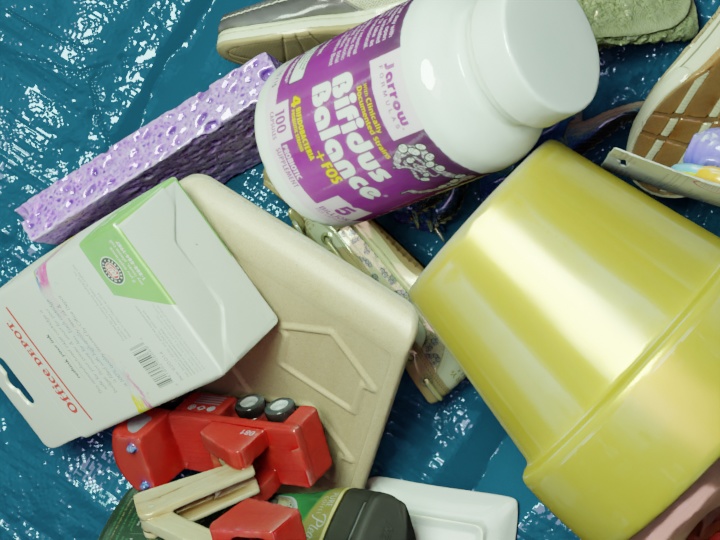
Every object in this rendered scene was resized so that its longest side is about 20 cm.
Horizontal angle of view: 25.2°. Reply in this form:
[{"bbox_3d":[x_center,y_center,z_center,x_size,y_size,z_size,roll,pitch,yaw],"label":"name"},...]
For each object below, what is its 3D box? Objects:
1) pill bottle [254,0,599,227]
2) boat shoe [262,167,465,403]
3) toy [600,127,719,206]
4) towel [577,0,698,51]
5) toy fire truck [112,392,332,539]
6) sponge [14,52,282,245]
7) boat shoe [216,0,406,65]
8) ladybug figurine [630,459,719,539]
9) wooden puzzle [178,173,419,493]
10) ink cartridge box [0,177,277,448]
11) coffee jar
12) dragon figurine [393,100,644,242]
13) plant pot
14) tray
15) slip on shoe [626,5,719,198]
[{"bbox_3d":[0.038,-0.102,0.947,0.200,0.112,0.113,-20,80,44],"label":"pill bottle"},{"bbox_3d":[0.000,0.000,1.068,0.200,0.073,0.063,44,94,12],"label":"boat shoe"},{"bbox_3d":[0.244,-0.050,0.932,0.199,0.115,0.047,21,89,5],"label":"toy"},{"bbox_3d":[0.117,-0.207,1.040,0.199,0.036,0.149,-10,81,-12],"label":"towel"},{"bbox_3d":[-0.093,0.134,1.007,0.199,0.141,0.049,3,119,34],"label":"toy fire truck"},{"bbox_3d":[-0.123,-0.073,1.083,0.200,0.112,0.030,-31,77,10],"label":"sponge"},{"bbox_3d":[-0.001,-0.183,1.087,0.199,0.072,0.065,-10,78,9],"label":"boat shoe"},{"bbox_3d":[0.209,0.188,0.991,0.136,0.072,0.200,38,92,-14],"label":"ladybug figurine"},{"bbox_3d":[-0.056,0.051,1.058,0.185,0.046,0.200,32,131,16],"label":"wooden puzzle"},{"bbox_3d":[-0.163,0.033,1.044,0.200,0.067,0.117,-25,105,42],"label":"ink cartridge box"},{"bbox_3d":[-0.066,0.191,1.040,0.199,0.104,0.086,-1,125,22],"label":"coffee jar"},{"bbox_3d":[0.109,-0.068,1.053,0.199,0.059,0.100,2,87,11],"label":"dragon figurine"},{"bbox_3d":[0.140,0.030,0.954,0.189,0.201,0.201,44,96,5],"label":"plant pot"},{"bbox_3d":[0.040,0.243,1.066,0.107,0.022,0.201,7,87,15],"label":"tray"},{"bbox_3d":[0.231,-0.129,0.969,0.076,0.061,0.200,28,123,-3],"label":"slip on shoe"}]
